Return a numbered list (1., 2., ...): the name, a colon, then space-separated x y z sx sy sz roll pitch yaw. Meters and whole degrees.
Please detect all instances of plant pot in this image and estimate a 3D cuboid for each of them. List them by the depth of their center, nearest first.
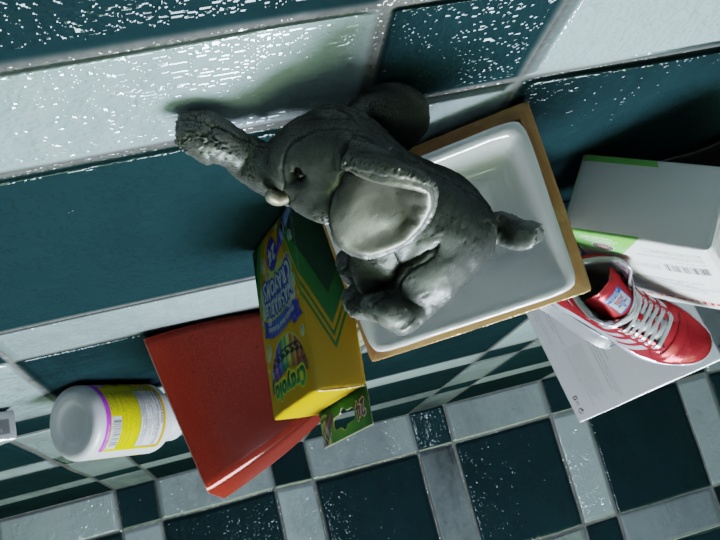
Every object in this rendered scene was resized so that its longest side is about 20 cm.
1. plant pot: -0.148 0.161 1.144 0.174 0.202 0.200 -24 167 -10

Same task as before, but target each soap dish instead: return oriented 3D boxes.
1. soap dish: 0.075 -0.030 0.741 0.197 0.160 0.081 -19 -176 18

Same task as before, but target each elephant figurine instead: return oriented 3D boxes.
1. elephant figurine: 0.003 -0.059 0.598 0.155 0.141 0.201 -45 133 -13

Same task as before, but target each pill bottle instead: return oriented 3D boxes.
1. pill bottle: -0.350 0.221 1.296 0.103 0.106 0.199 -22 164 26

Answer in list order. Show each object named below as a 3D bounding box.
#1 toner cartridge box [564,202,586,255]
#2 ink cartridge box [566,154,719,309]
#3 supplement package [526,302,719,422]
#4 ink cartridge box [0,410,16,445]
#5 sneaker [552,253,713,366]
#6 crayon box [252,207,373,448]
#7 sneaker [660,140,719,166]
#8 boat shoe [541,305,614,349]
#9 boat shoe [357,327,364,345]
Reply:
1. toner cartridge box: 0.184 -0.017 0.995 0.197 0.097 0.043 -11 164 -18
2. ink cartridge box: 0.313 -0.034 0.895 0.144 0.085 0.199 12 168 36
3. supplement package: 0.345 0.057 1.137 0.199 0.194 0.146 -32 169 31
4. ink cartridge box: -0.609 0.247 1.272 0.160 0.051 0.199 -3 169 -42
5. sneaker: 0.282 0.043 0.901 0.197 0.072 0.112 25 176 2
6. crayon box: -0.049 0.055 0.806 0.051 0.203 0.126 -3 161 -24
7. sneaker: 0.408 -0.111 0.946 0.197 0.074 0.084 -10 172 26
8. boat shoe: 0.236 0.013 1.066 0.071 0.199 0.071 -62 164 22
9. boat shoe: 0.038 0.019 1.074 0.199 0.072 0.068 -38 -170 41
